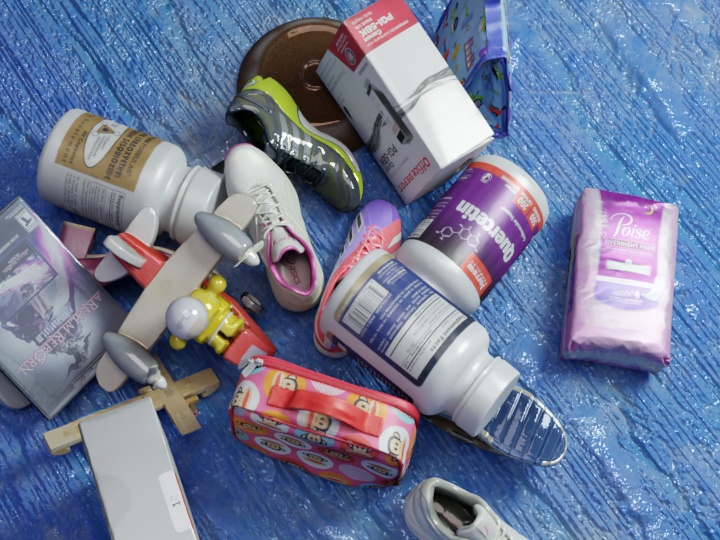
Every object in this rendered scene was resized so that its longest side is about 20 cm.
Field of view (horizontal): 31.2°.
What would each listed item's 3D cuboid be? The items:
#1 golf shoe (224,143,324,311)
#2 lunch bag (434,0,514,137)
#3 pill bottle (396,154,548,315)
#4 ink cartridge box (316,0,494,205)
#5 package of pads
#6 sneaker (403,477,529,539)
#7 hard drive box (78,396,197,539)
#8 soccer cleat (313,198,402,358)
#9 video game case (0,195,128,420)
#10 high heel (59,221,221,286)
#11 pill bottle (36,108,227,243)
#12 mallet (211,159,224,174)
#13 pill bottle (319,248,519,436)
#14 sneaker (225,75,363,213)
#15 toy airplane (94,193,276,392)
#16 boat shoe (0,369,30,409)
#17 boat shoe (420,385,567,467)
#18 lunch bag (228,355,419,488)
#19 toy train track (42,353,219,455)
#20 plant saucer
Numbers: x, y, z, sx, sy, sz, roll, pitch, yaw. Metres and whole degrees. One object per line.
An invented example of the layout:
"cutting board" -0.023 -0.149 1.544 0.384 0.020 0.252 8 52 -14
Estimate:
"golf shoe" -0.092 -0.052 1.429 0.075 0.092 0.202 -27 91 -7
"lunch bag" 0.140 -0.271 1.512 0.093 0.200 0.153 1 68 -1
"pill bottle" 0.118 -0.027 1.458 0.112 0.113 0.200 36 71 12
"ink cartridge box" 0.048 -0.194 1.482 0.082 0.147 0.201 -33 85 -20
"package of pads" 0.297 0.013 1.468 0.119 0.076 0.202 10 68 -1
"sneaker" 0.131 0.286 1.336 0.199 0.100 0.078 32 70 11
"hard drive box" -0.212 0.238 1.291 0.076 0.200 0.157 -19 70 -9
"soccer cleat" 0.000 0.000 1.464 0.067 0.073 0.202 20 69 7
"video game case" -0.356 0.041 1.403 0.200 0.019 0.143 48 68 -10
"high heel" -0.260 0.014 1.469 0.197 0.067 0.097 15 89 4
"pill bottle" -0.258 -0.100 1.475 0.198 0.115 0.115 21 68 6
"mallet" -0.097 -0.057 1.508 0.066 0.041 0.201 -34 77 -11
"pill bottle" 0.064 0.078 1.338 0.199 0.111 0.111 38 71 14
"sneaker" -0.081 -0.135 1.498 0.200 0.074 0.081 42 45 6
"toy airplane" -0.193 0.026 1.372 0.196 0.141 0.203 -6 106 -6
"boat shoe" -0.408 0.056 1.432 0.070 0.069 0.203 -18 92 -37
"boat shoe" 0.133 0.156 1.405 0.198 0.073 0.073 29 69 13
"lunch bag" -0.040 0.158 1.342 0.198 0.177 0.083 17 70 4
"toy train track" -0.247 0.158 1.402 0.198 0.033 0.115 -20 52 -25
"plant saucer" -0.054 -0.233 1.580 0.197 0.037 0.203 1 68 -2
